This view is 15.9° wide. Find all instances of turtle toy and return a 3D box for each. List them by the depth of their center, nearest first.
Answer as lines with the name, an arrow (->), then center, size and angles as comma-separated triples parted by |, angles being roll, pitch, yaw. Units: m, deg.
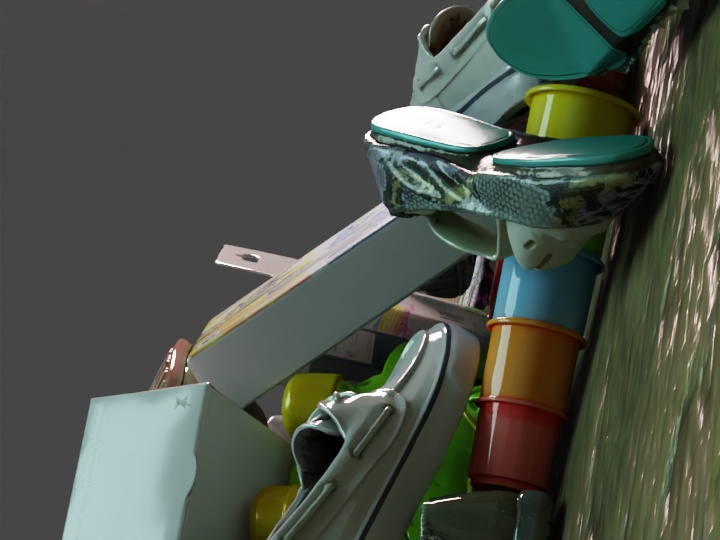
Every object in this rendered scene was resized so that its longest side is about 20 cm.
turtle toy -> 0.031, 0.106, 1.361 | 0.101, 0.145, 0.201 | 76, -158, -45

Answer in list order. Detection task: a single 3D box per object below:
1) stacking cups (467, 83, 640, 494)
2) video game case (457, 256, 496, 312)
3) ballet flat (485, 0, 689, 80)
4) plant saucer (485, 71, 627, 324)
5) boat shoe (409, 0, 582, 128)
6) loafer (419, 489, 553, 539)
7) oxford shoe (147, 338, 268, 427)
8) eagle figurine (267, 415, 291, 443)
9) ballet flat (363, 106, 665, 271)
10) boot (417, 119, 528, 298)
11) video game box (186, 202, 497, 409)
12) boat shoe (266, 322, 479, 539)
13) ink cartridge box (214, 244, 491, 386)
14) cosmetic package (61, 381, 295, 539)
stacking cups -> 0.087, 0.011, 1.271 | 0.061, 0.060, 0.201 | 111, 174, -79
video game case -> 0.094, -0.002, 1.759 | 0.181, 0.036, 0.201 | -76, 2, -80
ballet flat -> 0.122, -0.138, 1.209 | 0.064, 0.076, 0.200 | -49, 9, -19
plant saucer -> 0.124, -0.096, 1.512 | 0.200, 0.037, 0.200 | -75, 1, -50
boat shoe -> 0.062, -0.109, 1.391 | 0.070, 0.071, 0.200 | 64, 163, 3
loafer -> 0.038, 0.174, 1.247 | 0.075, 0.069, 0.201 | -76, 2, -53
oxford shoe -> -0.086, 0.086, 1.494 | 0.071, 0.074, 0.200 | -64, -4, 2
eagle figurine -> -0.018, 0.183, 1.588 | 0.151, 0.151, 0.201 | -2, -74, -74
ballet flat -> 0.076, -0.036, 1.221 | 0.200, 0.072, 0.072 | 13, 87, 54
boot -> 0.070, -0.092, 1.631 | 0.200, 0.069, 0.132 | 111, 179, -45
video game box -> 0.000, 0.000, 1.448 | 0.200, 0.047, 0.182 | -34, 2, 3
boat shoe -> -0.002, 0.091, 1.245 | 0.072, 0.066, 0.200 | -50, 9, 53
ink cartridge box -> 0.000, 0.044, 1.615 | 0.117, 0.199, 0.068 | -82, 7, -83
cosmetic package -> -0.065, 0.150, 1.384 | 0.200, 0.085, 0.108 | 41, -129, -45
